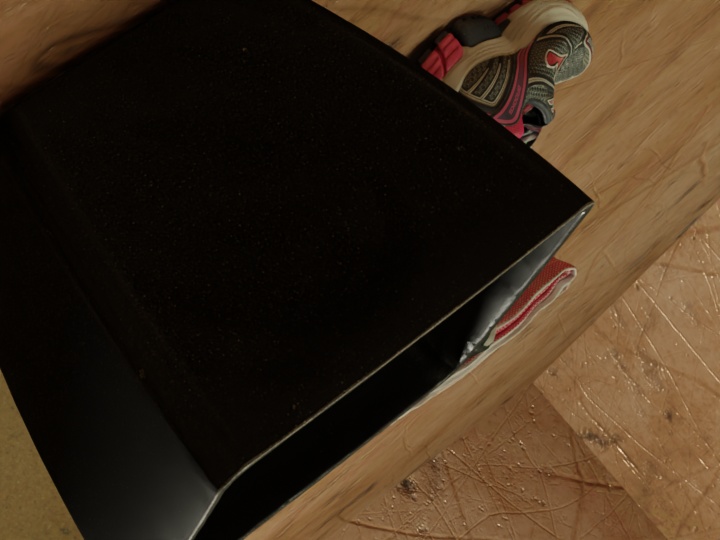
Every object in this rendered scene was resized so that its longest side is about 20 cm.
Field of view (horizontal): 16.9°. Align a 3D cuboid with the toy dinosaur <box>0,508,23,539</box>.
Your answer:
[{"bbox_3d":[-0.171,0.112,1.243,0.200,0.136,0.086,-35,170,-28],"label":"toy dinosaur"}]

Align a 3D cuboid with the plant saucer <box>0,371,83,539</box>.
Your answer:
[{"bbox_3d":[-0.162,0.105,1.178,0.200,0.200,0.035,-40,-158,-1],"label":"plant saucer"}]

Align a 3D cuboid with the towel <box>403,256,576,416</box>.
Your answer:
[{"bbox_3d":[0.000,0.000,1.337,0.146,0.200,0.030,-36,136,-29],"label":"towel"}]

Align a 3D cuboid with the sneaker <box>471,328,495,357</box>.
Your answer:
[{"bbox_3d":[0.011,-0.024,1.276,0.074,0.200,0.085,-18,128,-12],"label":"sneaker"}]

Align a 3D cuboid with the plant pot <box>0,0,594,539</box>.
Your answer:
[{"bbox_3d":[-0.058,-0.002,1.012,0.200,0.177,0.200,-37,171,-26],"label":"plant pot"}]

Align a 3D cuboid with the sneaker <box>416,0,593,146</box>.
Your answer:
[{"bbox_3d":[0.091,-0.110,1.464,0.081,0.075,0.200,-45,171,30],"label":"sneaker"}]
